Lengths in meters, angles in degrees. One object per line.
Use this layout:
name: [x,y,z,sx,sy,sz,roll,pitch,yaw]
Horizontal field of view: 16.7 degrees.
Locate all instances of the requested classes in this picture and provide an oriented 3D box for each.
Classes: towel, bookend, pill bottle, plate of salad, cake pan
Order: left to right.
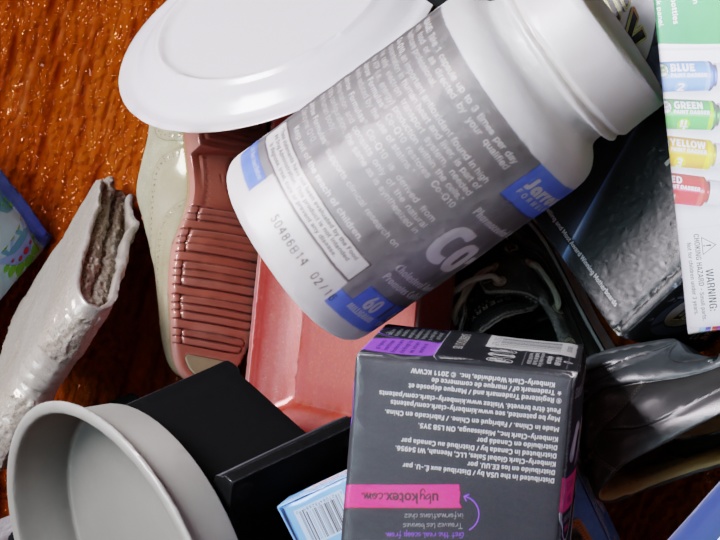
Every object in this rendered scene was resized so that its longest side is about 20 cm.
towel: [-0.181,0.029,1.474,0.133,0.034,0.200,-57,12,21]
cake pan: [-0.121,0.159,1.312,0.200,0.037,0.201,30,131,42]
bookend: [-0.105,0.124,1.388,0.200,0.092,0.199,38,136,35]
plate of salad: [-0.044,-0.135,1.408,0.199,0.048,0.200,-17,36,13]
pill bottle: [0.043,-0.064,1.212,0.200,0.114,0.114,-35,63,14]

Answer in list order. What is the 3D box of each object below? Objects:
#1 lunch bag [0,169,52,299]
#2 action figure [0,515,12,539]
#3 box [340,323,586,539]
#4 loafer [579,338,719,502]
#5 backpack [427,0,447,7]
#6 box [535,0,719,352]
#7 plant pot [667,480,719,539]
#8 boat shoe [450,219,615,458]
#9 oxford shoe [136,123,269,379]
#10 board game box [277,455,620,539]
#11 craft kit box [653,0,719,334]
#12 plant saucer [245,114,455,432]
lunch bag: [-0.331,-0.015,1.579,0.200,0.128,0.170,25,69,29]
action figure: [-0.283,0.184,1.565,0.200,0.104,0.194,-48,48,19]
box: [0.047,0.134,1.176,0.106,0.122,0.201,6,96,7]
loafer: [0.201,0.069,1.204,0.199,0.073,0.073,-16,51,26]
backpack: [0.042,-0.253,1.327,0.163,0.200,0.154,42,108,-14]
box: [0.158,-0.086,1.269,0.164,0.086,0.200,-46,59,23]
plant pot: [0.214,0.201,1.110,0.200,0.200,0.180,-50,52,11]
boat shoe: [0.084,0.021,1.325,0.071,0.064,0.200,-48,58,23]
oxford shoe: [-0.098,-0.026,1.477,0.074,0.071,0.201,-15,65,49]
board game box: [0.069,0.178,1.257,0.151,0.037,0.201,-25,90,10]
craft kit box: [0.237,-0.077,1.130,0.197,0.048,0.201,-7,90,27]
plant saucer: [0.000,0.000,1.369,0.199,0.037,0.201,6,90,62]
